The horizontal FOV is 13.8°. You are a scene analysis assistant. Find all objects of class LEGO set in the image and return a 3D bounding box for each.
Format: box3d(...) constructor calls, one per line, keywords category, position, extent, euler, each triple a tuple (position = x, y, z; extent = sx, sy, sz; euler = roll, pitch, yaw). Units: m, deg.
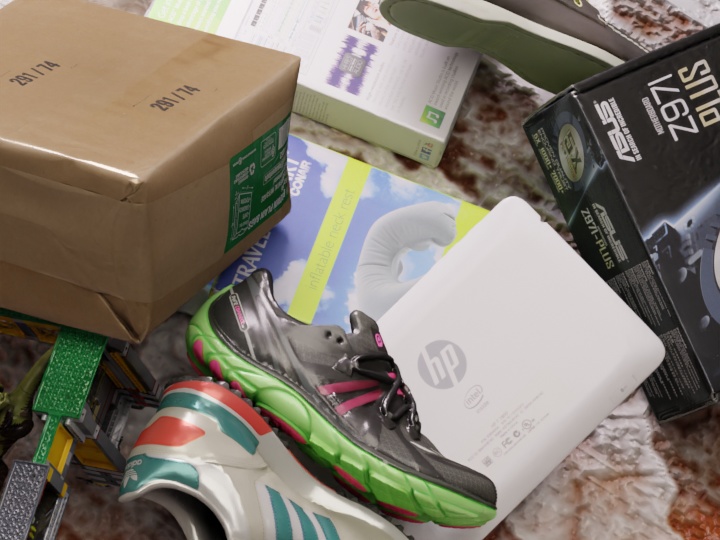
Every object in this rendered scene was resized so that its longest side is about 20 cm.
box3d(category="LEGO set", position=(-0.190, 0.108, 1.627), extent=(0.153, 0.116, 0.201), euler=(1, 63, 18))

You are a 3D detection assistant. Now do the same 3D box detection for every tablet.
box3d(category="tablet", position=(0.060, 0.069, 1.684), extent=(0.200, 0.014, 0.130), euler=(-44, 86, -7))

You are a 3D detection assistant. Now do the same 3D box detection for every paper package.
box3d(category="paper package", position=(-0.154, -0.060, 1.641), extent=(0.190, 0.104, 0.200), euler=(16, 28, 19))

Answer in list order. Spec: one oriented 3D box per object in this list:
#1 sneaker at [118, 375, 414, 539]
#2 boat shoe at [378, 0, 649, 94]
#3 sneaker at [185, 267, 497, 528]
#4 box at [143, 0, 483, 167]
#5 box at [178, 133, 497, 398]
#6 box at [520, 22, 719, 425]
box3d(category="sneaker", position=(-0.048, 0.151, 1.611), extent=(0.200, 0.070, 0.093), euler=(42, 56, -13))
box3d(category="boat shoe", position=(0.105, -0.154, 1.802), extent=(0.201, 0.072, 0.061), euler=(21, 68, -28))
box3d(category="sneaker", position=(-0.001, 0.070, 1.637), extent=(0.200, 0.077, 0.084), euler=(37, 77, 2))
box3d(category="box", position=(-0.020, -0.161, 1.835), extent=(0.199, 0.036, 0.145), euler=(23, 59, 1))
box3d(category="box", position=(0.000, 0.000, 1.741), extent=(0.199, 0.048, 0.122), euler=(21, 59, 0))
box3d(category="box", position=(0.215, -0.036, 1.746), extent=(0.163, 0.086, 0.200), euler=(-23, 86, -21))
